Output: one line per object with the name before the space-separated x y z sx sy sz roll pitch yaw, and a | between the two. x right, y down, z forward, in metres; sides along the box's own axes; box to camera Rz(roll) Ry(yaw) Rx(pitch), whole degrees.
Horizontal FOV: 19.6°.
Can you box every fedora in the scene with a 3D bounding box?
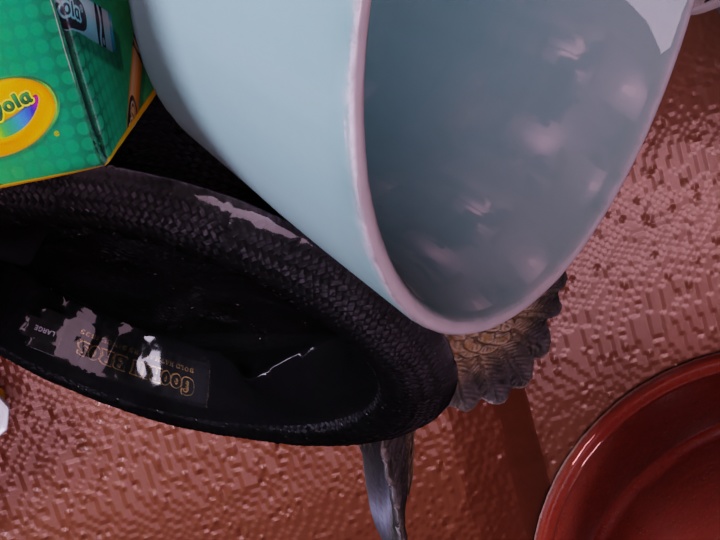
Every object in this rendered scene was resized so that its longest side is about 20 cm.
fedora | -0.053 -0.018 0.678 0.200 0.201 0.092 25 66 -13

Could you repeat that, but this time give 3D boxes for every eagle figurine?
eagle figurine | -0.002 0.001 0.817 0.200 0.151 0.152 44 89 -6

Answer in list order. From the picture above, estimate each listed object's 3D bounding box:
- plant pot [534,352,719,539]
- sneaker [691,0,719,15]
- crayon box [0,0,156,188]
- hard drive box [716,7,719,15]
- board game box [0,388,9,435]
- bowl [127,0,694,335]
plant pot | 0.185 0.159 0.846 0.199 0.195 0.202 -2 108 -6
sneaker | 0.111 -0.130 0.683 0.112 0.199 0.074 10 88 -45
crayon box | -0.113 -0.078 0.611 0.118 0.200 0.059 -10 111 11
hard drive box | 0.243 -0.125 0.798 0.200 0.077 0.156 -34 90 7
board game box | -0.279 0.044 0.849 0.200 0.026 0.200 -37 107 7
bowl | 0.010 -0.093 0.560 0.105 0.200 0.202 18 109 28
